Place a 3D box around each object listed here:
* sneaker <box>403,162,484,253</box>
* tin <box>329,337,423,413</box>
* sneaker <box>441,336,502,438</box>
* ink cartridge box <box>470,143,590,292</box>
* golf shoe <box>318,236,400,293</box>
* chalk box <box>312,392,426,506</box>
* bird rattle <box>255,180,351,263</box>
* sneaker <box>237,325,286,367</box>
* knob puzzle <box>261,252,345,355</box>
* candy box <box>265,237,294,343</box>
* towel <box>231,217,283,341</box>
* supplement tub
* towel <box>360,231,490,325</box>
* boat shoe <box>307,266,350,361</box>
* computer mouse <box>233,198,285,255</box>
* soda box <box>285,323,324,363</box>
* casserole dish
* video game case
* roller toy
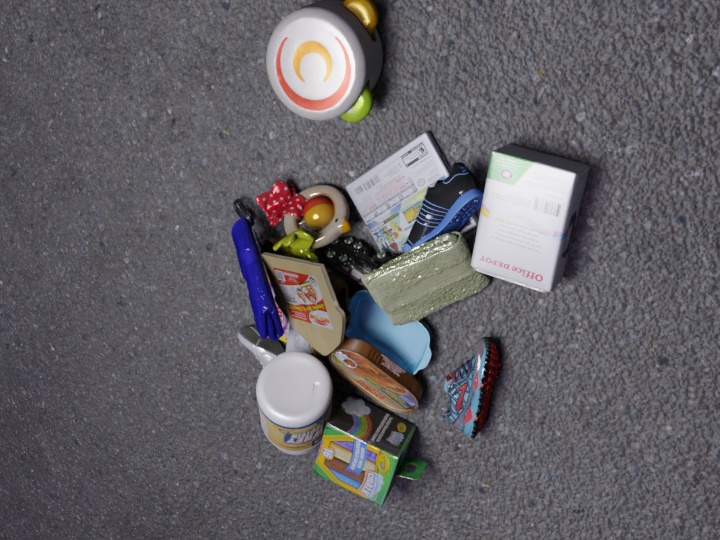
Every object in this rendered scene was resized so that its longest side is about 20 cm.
[{"bbox_3d":[0.132,-0.099,1.432,0.200,0.069,0.079,-44,61,39],"label":"sneaker"},{"bbox_3d":[0.031,0.198,1.584,0.199,0.042,0.112,38,142,-13],"label":"tin"},{"bbox_3d":[0.190,0.205,1.514,0.094,0.079,0.204,22,117,25],"label":"sneaker"},{"bbox_3d":[0.272,-0.085,1.359,0.143,0.087,0.204,19,114,25],"label":"ink cartridge box"},{"bbox_3d":[0.000,0.000,1.552,0.198,0.077,0.089,23,138,40],"label":"golf shoe"},{"bbox_3d":[0.028,0.355,1.627,0.197,0.125,0.126,25,117,12],"label":"chalk box"},{"bbox_3d":[-0.097,-0.095,1.564,0.160,0.202,0.113,-22,136,6],"label":"bird rattle"},{"bbox_3d":[-0.180,0.189,1.736,0.199,0.070,0.081,34,123,16],"label":"sneaker"},{"bbox_3d":[-0.088,0.063,1.524,0.218,0.030,0.223,32,140,31],"label":"knob puzzle"},{"bbox_3d":[-0.152,0.045,1.696,0.101,0.026,0.204,23,116,27],"label":"candy box"},{"bbox_3d":[-0.198,0.020,1.572,0.148,0.049,0.203,84,166,-63],"label":"towel"},{"bbox_3d":[-0.124,0.260,1.611,0.143,0.145,0.201,33,153,17],"label":"supplement tub"},{"bbox_3d":[0.114,0.020,1.457,0.197,0.037,0.149,-26,131,18],"label":"towel"},{"bbox_3d":[-0.056,0.094,1.580,0.067,0.071,0.203,28,130,35],"label":"boat shoe"},{"bbox_3d":[-0.190,-0.062,1.655,0.202,0.034,0.059,57,159,11],"label":"computer mouse"},{"bbox_3d":[-0.096,0.095,1.653,0.063,0.068,0.204,21,116,24],"label":"soda box"},{"bbox_3d":[0.054,0.113,1.588,0.198,0.039,0.123,32,121,19],"label":"casserole dish"},{"bbox_3d":[0.089,-0.118,1.497,0.198,0.022,0.184,-30,90,34],"label":"video game case"},{"bbox_3d":[-0.058,-0.362,1.429,0.179,0.140,0.204,6,115,18],"label":"roller toy"}]
